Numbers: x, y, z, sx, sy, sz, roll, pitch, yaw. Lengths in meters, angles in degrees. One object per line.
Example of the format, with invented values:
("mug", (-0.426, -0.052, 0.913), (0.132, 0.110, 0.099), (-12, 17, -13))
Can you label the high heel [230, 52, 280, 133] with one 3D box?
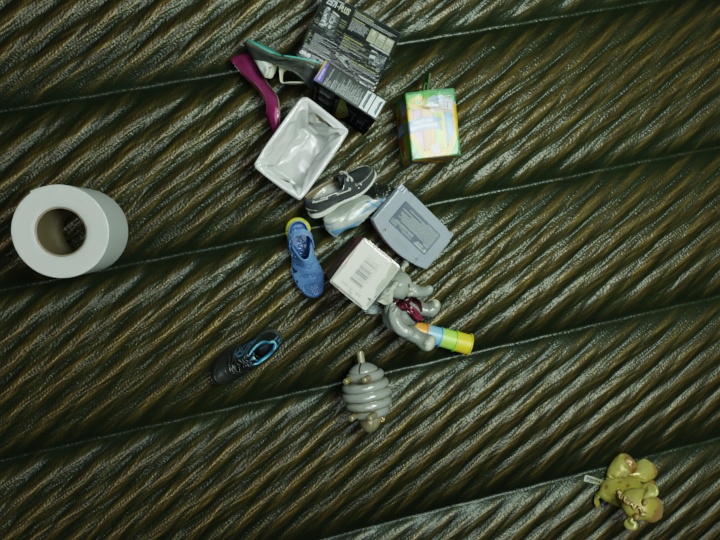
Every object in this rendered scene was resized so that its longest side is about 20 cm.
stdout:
("high heel", (-0.244, -0.414, 1.278), (0.096, 0.067, 0.201), (-10, 84, -9))

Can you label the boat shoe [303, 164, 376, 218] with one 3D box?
("boat shoe", (-0.050, -0.203, 1.300), (0.199, 0.074, 0.060), (-32, 140, -9))

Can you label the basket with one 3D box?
("basket", (-0.139, -0.280, 1.271), (0.135, 0.123, 0.200), (36, 91, -9))

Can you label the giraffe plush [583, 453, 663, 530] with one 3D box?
("giraffe plush", (0.723, 0.594, 1.426), (0.199, 0.162, 0.174), (0, 95, -7))

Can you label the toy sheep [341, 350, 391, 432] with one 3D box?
("toy sheep", (0.014, 0.299, 1.336), (0.137, 0.138, 0.201), (-5, 89, -6))

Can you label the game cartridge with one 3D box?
("game cartridge", (0.123, -0.101, 1.340), (0.200, 0.042, 0.133), (41, 93, -23))

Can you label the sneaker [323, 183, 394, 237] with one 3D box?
("sneaker", (-0.002, -0.151, 1.335), (0.199, 0.072, 0.073), (-30, 140, -12))

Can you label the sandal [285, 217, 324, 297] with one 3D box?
("sandal", (-0.137, -0.028, 1.313), (0.079, 0.087, 0.201), (-18, 98, -7))

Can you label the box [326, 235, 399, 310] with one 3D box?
("box", (0.000, 0.000, 1.272), (0.109, 0.200, 0.128), (39, 90, -8))

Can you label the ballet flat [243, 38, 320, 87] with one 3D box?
("ballet flat", (-0.185, -0.464, 1.222), (0.199, 0.068, 0.069), (23, 106, 16))

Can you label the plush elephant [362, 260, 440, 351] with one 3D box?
("plush elephant", (0.110, 0.067, 1.306), (0.199, 0.165, 0.155), (17, 132, 10))

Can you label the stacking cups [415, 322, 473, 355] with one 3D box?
("stacking cups", (0.187, 0.163, 1.378), (0.199, 0.061, 0.061), (17, 93, -8))

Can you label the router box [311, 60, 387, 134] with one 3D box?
("router box", (-0.032, -0.388, 1.236), (0.157, 0.200, 0.052), (30, 91, -9))

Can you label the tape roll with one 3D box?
("tape roll", (-0.648, -0.089, 1.220), (0.202, 0.139, 0.204), (0, 94, -6))

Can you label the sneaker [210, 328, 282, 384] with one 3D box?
("sneaker", (-0.283, 0.212, 1.318), (0.200, 0.082, 0.073), (-36, 100, -1))

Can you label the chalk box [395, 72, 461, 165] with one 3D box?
("chalk box", (0.157, -0.364, 1.299), (0.123, 0.125, 0.201), (-8, 95, -6))

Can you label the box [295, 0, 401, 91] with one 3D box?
("box", (-0.030, -0.523, 1.281), (0.199, 0.086, 0.164), (25, 92, -8))
